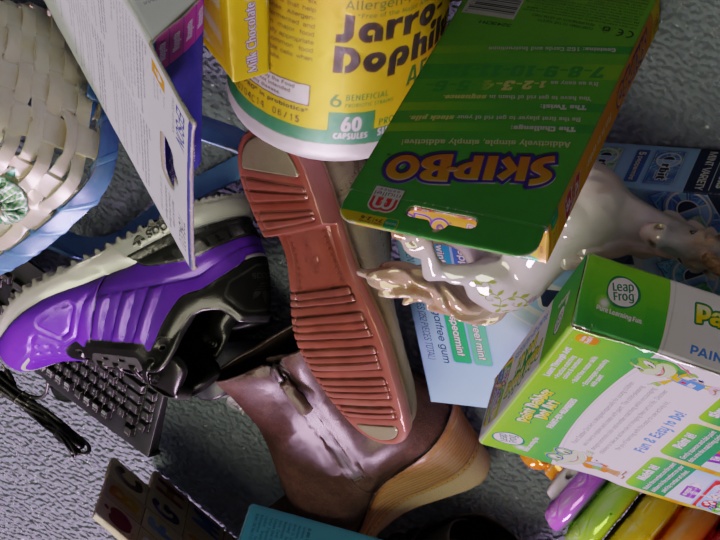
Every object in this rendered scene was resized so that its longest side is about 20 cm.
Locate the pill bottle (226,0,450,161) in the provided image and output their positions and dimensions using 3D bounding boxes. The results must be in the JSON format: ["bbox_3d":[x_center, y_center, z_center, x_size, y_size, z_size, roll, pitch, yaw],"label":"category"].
[{"bbox_3d":[-0.007,-0.162,0.959,0.112,0.113,0.201,19,134,13],"label":"pill bottle"}]

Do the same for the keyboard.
[{"bbox_3d":[-0.205,0.060,1.282,0.200,0.021,0.127,33,130,25],"label":"keyboard"}]

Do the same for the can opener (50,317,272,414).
[{"bbox_3d":[-0.120,0.062,1.270,0.200,0.079,0.063,-17,158,42],"label":"can opener"}]

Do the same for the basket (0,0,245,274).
[{"bbox_3d":[-0.186,-0.066,1.138,0.199,0.140,0.176,16,148,-36],"label":"basket"}]

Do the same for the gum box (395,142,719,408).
[{"bbox_3d":[0.122,0.008,1.087,0.199,0.045,0.170,6,130,23],"label":"gum box"}]

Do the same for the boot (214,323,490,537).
[{"bbox_3d":[-0.036,0.107,1.226,0.200,0.073,0.166,-29,125,27],"label":"boot"}]

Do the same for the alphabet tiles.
[{"bbox_3d":[-0.097,0.207,1.315,0.200,0.166,0.006,42,102,-10],"label":"alphabet tiles"}]

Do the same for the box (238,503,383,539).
[{"bbox_3d":[0.015,0.214,1.228,0.199,0.049,0.082,15,135,2],"label":"box"}]

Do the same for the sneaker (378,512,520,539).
[{"bbox_3d":[0.018,0.194,1.298,0.199,0.075,0.107,13,129,6],"label":"sneaker"}]

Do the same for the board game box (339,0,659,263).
[{"bbox_3d":[0.069,-0.074,0.931,0.095,0.200,0.030,12,134,20],"label":"board game box"}]

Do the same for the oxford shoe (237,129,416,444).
[{"bbox_3d":[0.000,0.000,1.103,0.071,0.074,0.201,1,116,43],"label":"oxford shoe"}]

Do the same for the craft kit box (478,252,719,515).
[{"bbox_3d":[0.177,0.072,1.004,0.197,0.049,0.200,15,157,-5],"label":"craft kit box"}]

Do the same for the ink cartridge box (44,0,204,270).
[{"bbox_3d":[-0.113,-0.122,0.975,0.200,0.043,0.196,59,166,14],"label":"ink cartridge box"}]

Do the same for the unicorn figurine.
[{"bbox_3d":[0.095,-0.023,1.002,0.137,0.074,0.200,32,151,-19],"label":"unicorn figurine"}]

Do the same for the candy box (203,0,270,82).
[{"bbox_3d":[-0.097,-0.187,0.965,0.200,0.026,0.103,52,154,41],"label":"candy box"}]

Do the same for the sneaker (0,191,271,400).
[{"bbox_3d":[-0.134,0.036,1.174,0.200,0.069,0.100,-27,78,28],"label":"sneaker"}]

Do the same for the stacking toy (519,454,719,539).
[{"bbox_3d":[0.151,0.139,1.160,0.200,0.116,0.110,40,134,8],"label":"stacking toy"}]
